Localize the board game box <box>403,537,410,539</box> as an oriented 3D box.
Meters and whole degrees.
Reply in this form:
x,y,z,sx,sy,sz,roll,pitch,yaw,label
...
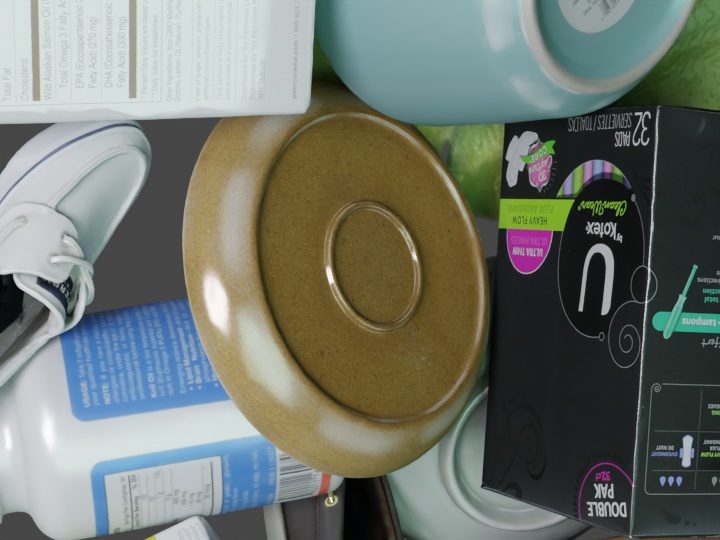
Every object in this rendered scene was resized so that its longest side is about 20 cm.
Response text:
x,y,z,sx,sy,sz,roll,pitch,yaw,label
0.071,0.233,0.988,0.200,0.019,0.103,27,102,-32,board game box

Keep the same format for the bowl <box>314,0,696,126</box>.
x,y,z,sx,sy,sz,roll,pitch,yaw,label
0.084,-0.149,0.755,0.201,0.105,0.201,-19,121,-34,bowl

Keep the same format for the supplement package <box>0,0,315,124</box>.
x,y,z,sx,sy,sz,roll,pitch,yaw,label
-0.129,-0.136,0.729,0.200,0.117,0.117,-3,113,-14,supplement package

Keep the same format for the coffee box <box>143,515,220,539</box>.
x,y,z,sx,sy,sz,roll,pitch,yaw,label
-0.113,0.281,0.828,0.198,0.200,0.200,-25,147,-4,coffee box

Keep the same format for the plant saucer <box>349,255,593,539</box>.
x,y,z,sx,sy,sz,roll,pitch,yaw,label
0.091,0.090,0.928,0.200,0.050,0.200,-6,114,-14,plant saucer

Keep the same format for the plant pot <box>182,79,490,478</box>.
x,y,z,sx,sy,sz,roll,pitch,yaw,label
0.000,0.000,0.802,0.200,0.027,0.200,14,69,-43,plant pot

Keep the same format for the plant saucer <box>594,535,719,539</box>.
x,y,z,sx,sy,sz,roll,pitch,yaw,label
0.176,0.157,0.913,0.200,0.200,0.029,-6,79,-14,plant saucer

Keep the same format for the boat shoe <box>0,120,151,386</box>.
x,y,z,sx,sy,sz,roll,pitch,yaw,label
-0.157,0.007,0.773,0.200,0.065,0.074,-52,142,-20,boat shoe

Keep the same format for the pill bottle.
x,y,z,sx,sy,sz,roll,pitch,yaw,label
-0.115,0.073,0.827,0.200,0.112,0.112,-8,114,-13,pill bottle

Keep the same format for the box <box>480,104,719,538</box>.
x,y,z,sx,sy,sz,roll,pitch,yaw,label
0.151,0.023,0.824,0.124,0.149,0.200,2,92,-24,box

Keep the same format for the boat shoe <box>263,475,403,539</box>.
x,y,z,sx,sy,sz,roll,pitch,yaw,label
0.000,0.176,0.851,0.061,0.201,0.072,-39,138,25,boat shoe
